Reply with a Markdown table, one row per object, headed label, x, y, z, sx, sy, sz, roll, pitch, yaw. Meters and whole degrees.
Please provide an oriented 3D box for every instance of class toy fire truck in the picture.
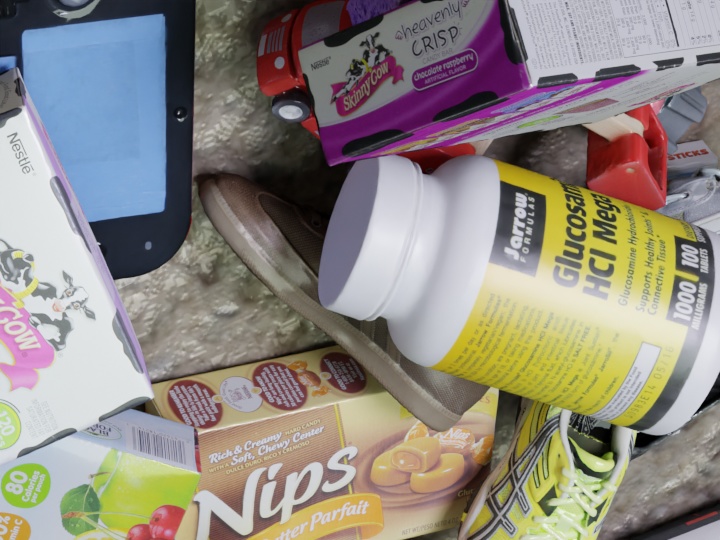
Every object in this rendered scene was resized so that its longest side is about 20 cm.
| label | x | y | z | sx | sy | sz | roll | pitch | yaw |
| --- | --- | --- | --- | --- | --- | --- | --- | --- | --- |
| toy fire truck | 0.056 | -0.083 | 1.436 | 0.140 | 0.049 | 0.200 | -19 | 139 | 33 |

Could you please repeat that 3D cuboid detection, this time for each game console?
| label | x | y | z | sx | sy | sz | roll | pitch | yaw |
| --- | --- | --- | --- | --- | --- | --- | --- | --- | --- |
| game console | -0.170 | -0.074 | 1.388 | 0.176 | 0.031 | 0.201 | -11 | 126 | -20 |

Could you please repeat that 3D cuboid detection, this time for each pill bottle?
| label | x | y | z | sx | sy | sz | roll | pitch | yaw |
| --- | --- | --- | --- | --- | --- | --- | --- | --- | --- |
| pill bottle | 0.084 | 0.007 | 1.419 | 0.199 | 0.113 | 0.113 | 17 | 116 | -15 |

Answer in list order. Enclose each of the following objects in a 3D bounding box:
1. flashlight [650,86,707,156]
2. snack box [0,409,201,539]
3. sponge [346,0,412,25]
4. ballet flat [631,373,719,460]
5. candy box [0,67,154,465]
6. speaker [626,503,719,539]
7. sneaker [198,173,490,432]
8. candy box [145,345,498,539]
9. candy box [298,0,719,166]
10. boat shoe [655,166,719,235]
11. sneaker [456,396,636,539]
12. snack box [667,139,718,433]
| label | x | y | z | sx | sy | sz | roll | pitch | yaw |
| --- | --- | --- | --- | --- | --- | --- | --- | --- | --- |
| flashlight | 0.101 | -0.127 | 1.463 | 0.199 | 0.068 | 0.068 | 28 | 111 | -39 |
| snack box | -0.201 | 0.126 | 1.468 | 0.199 | 0.053 | 0.143 | 18 | 113 | -16 |
| sponge | 0.063 | -0.145 | 1.293 | 0.111 | 0.200 | 0.030 | -13 | 85 | -11 |
| ballet flat | 0.198 | 0.063 | 1.619 | 0.199 | 0.057 | 0.067 | -33 | 131 | -2 |
| candy box | -0.224 | 0.020 | 1.351 | 0.199 | 0.072 | 0.169 | -24 | 112 | -2 |
| speaker | 0.187 | 0.206 | 1.734 | 0.199 | 0.081 | 0.082 | -20 | 130 | -13 |
| sneaker | 0.000 | 0.000 | 1.486 | 0.076 | 0.070 | 0.200 | -46 | 114 | 5 |
| candy box | -0.022 | 0.105 | 1.573 | 0.199 | 0.055 | 0.116 | -11 | 127 | -19 |
| candy box | 0.089 | -0.104 | 1.296 | 0.136 | 0.061 | 0.199 | -18 | 175 | 44 |
| boat shoe | 0.156 | -0.023 | 1.528 | 0.201 | 0.065 | 0.074 | -20 | 161 | 14 |
| sneaker | 0.107 | 0.127 | 1.555 | 0.075 | 0.076 | 0.202 | 15 | 89 | -13 |
| snack box | 0.165 | 0.019 | 1.625 | 0.071 | 0.024 | 0.201 | -10 | 127 | -19 |
